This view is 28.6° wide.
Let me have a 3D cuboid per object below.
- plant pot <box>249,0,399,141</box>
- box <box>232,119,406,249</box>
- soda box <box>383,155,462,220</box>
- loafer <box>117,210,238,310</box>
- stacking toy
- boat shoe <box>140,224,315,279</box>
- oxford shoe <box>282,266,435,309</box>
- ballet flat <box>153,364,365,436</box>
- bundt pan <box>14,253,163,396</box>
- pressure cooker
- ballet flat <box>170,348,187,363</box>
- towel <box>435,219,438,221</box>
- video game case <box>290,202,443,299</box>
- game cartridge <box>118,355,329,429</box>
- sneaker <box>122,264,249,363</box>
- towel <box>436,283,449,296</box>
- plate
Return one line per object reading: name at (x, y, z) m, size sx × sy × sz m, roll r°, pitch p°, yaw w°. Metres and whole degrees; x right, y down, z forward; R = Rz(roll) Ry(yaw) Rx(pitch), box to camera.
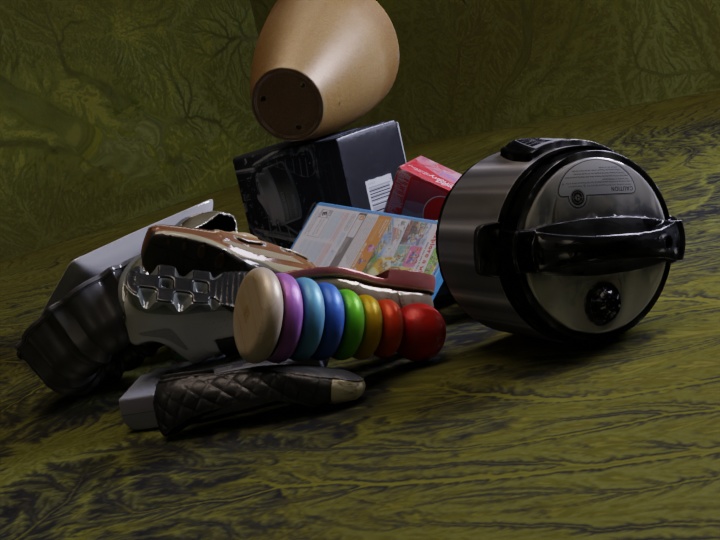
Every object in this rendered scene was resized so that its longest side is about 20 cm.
plant pot at (-0.063, -0.242, 1.749) m, size 0.184 × 0.188 × 0.200 m, roll -10°, pitch 23°, yaw 21°
box at (-0.038, -0.071, 1.803) m, size 0.195 × 0.203 × 0.123 m, roll -5°, pitch 11°, yaw 45°
soda box at (0.130, -0.057, 1.584) m, size 0.198 × 0.064 × 0.070 m, roll 27°, pitch 25°, yaw 18°
loafer at (-0.187, -0.007, 1.478) m, size 0.069 × 0.075 × 0.201 m, roll -27°, pitch 22°, yaw 33°
stacking toy at (-0.013, 0.048, 1.293) m, size 0.198 × 0.087 × 0.085 m, roll 6°, pitch -1°, yaw -26°
boat shoe at (-0.128, -0.002, 1.442) m, size 0.198 × 0.076 × 0.074 m, roll 20°, pitch 28°, yaw -19°
oxford shoe at (-0.018, 0.038, 1.348) m, size 0.197 × 0.076 × 0.070 m, roll 1°, pitch -11°, yaw -17°
ballet flat at (-0.090, 0.114, 1.263) m, size 0.197 × 0.058 × 0.066 m, roll -5°, pitch -3°, yaw 15°
bundt pan at (-0.272, 0.068, 1.542) m, size 0.201 × 0.076 × 0.202 m, roll -33°, pitch -10°, yaw -6°
pressure cooker at (0.180, -0.024, 1.256) m, size 0.176 × 0.179 × 0.200 m, roll -48°, pitch 19°, yaw -13°
ballet flat at (-0.111, 0.062, 1.552) m, size 0.198 × 0.071 × 0.065 m, roll -26°, pitch 19°, yaw -14°
towel at (0.183, -0.044, 1.504) m, size 0.199 × 0.023 × 0.144 m, roll -28°, pitch 57°, yaw -22°
video game case at (0.000, 0.000, 1.486) m, size 0.198 × 0.018 × 0.144 m, roll 11°, pitch 60°, yaw 38°
game cartridge at (-0.128, 0.107, 1.368) m, size 0.197 × 0.042 × 0.133 m, roll -13°, pitch 13°, yaw 7°
sneaker at (-0.136, 0.052, 1.393) m, size 0.197 × 0.089 × 0.074 m, roll 9°, pitch 35°, yaw -4°
towel at (0.053, -0.008, 1.588) m, size 0.198 × 0.049 × 0.111 m, roll -10°, pitch 29°, yaw -33°
plate at (-0.267, 0.011, 1.602) m, size 0.199 × 0.032 × 0.200 m, roll -29°, pitch -11°, yaw -38°
